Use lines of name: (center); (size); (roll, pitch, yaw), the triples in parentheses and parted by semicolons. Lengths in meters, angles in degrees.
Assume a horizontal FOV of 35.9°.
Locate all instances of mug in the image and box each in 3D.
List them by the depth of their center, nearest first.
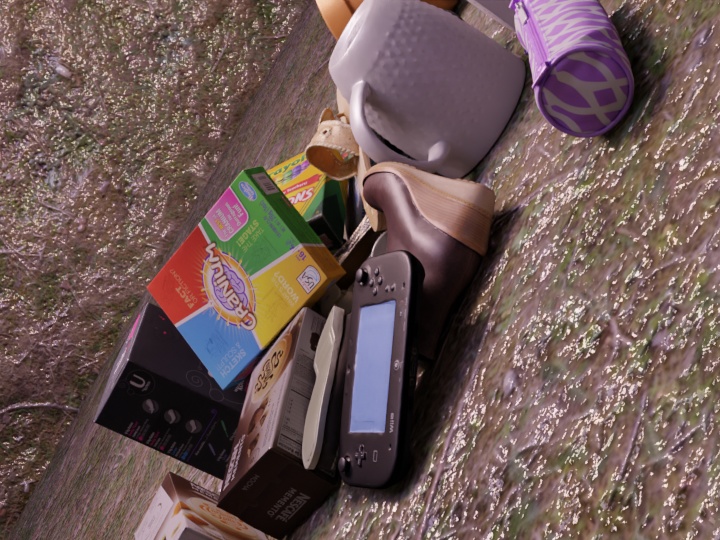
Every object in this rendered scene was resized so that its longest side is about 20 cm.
mug: (0.055, -0.183, 1.151); (0.147, 0.174, 0.202); (-40, 25, 51)

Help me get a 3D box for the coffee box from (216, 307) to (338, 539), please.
coffee box: (-0.070, 0.154, 1.137); (0.113, 0.079, 0.202); (-47, 20, 36)

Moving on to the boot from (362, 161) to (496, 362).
boot: (0.036, -0.011, 1.051); (0.199, 0.072, 0.169); (16, 81, 57)

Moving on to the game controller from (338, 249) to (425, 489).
game controller: (0.017, 0.085, 0.959); (0.104, 0.041, 0.204); (157, 120, -68)

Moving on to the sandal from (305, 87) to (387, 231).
sandal: (-0.025, -0.127, 1.209); (0.078, 0.068, 0.214); (94, 161, -52)

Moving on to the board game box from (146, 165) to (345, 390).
board game box: (-0.130, 0.011, 1.226); (0.200, 0.154, 0.040); (-46, -13, 28)

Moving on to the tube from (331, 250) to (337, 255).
tube: (-0.055, -0.039, 1.341); (0.058, 0.052, 0.201); (-38, 25, 28)

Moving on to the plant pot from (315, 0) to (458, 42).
plant pot: (0.045, -0.393, 1.561); (0.139, 0.200, 0.202); (-28, 31, 32)

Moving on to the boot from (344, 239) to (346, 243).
boot: (-0.103, 0.025, 1.340); (0.078, 0.136, 0.202); (117, 175, -57)

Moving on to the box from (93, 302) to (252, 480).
box: (-0.195, 0.148, 1.317); (0.107, 0.198, 0.123); (-56, 16, 27)

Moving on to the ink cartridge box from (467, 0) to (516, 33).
ink cartridge box: (0.137, -0.332, 1.203); (0.086, 0.145, 0.200); (-54, 17, 15)

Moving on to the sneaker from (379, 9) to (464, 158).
sneaker: (0.068, -0.197, 1.277); (0.201, 0.070, 0.094); (-63, -1, 36)

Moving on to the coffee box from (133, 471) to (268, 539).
coffee box: (-0.158, 0.285, 1.127); (0.081, 0.113, 0.200); (-61, 16, -3)

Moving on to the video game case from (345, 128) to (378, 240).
video game case: (-0.001, -0.125, 1.364); (0.201, 0.022, 0.185); (-101, 14, -67)

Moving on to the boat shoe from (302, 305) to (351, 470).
boat shoe: (-0.015, 0.114, 1.067); (0.203, 0.060, 0.072); (-82, 14, -51)

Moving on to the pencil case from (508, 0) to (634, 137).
pencil case: (0.176, -0.188, 0.945); (0.084, 0.085, 0.201); (-55, 17, 25)

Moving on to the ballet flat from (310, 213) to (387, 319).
ballet flat: (0.000, 0.000, 1.216); (0.201, 0.067, 0.075); (-56, 18, 5)

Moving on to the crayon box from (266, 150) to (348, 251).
crayon box: (-0.080, -0.079, 1.325); (0.126, 0.051, 0.201); (-25, 31, 19)
